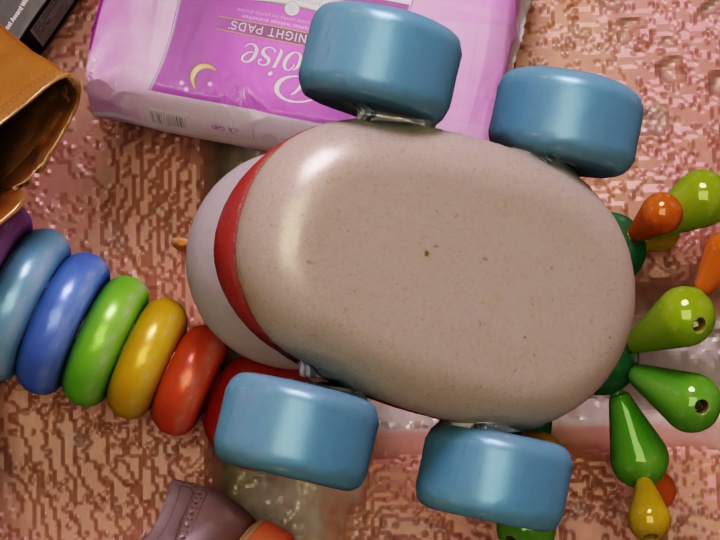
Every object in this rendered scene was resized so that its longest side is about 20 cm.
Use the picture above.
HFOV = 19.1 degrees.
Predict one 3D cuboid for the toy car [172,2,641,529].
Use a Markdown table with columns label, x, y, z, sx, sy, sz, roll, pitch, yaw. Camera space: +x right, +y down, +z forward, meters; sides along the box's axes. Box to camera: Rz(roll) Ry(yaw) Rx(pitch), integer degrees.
| label | x | y | z | sx | sy | sz | roll | pitch | yaw |
| --- | --- | --- | --- | --- | --- | --- | --- | --- | --- |
| toy car | 0.000 | 0.000 | 0.923 | 0.177 | 0.200 | 0.185 | 15 | 84 | -25 |

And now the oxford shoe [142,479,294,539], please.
| label | x | y | z | sx | sy | sz | roll | pitch | yaw |
| --- | --- | --- | --- | --- | --- | --- | --- | --- | --- |
| oxford shoe | -0.112 | 0.179 | 0.946 | 0.072 | 0.071 | 0.200 | 32 | 57 | 11 |

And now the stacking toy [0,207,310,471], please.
| label | x | y | z | sx | sy | sz | roll | pitch | yaw |
| --- | --- | --- | --- | --- | --- | --- | --- | --- | --- |
| stacking toy | -0.113 | 0.035 | 0.982 | 0.200 | 0.085 | 0.085 | 25 | 83 | 2 |

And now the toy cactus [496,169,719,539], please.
| label | x | y | z | sx | sy | sz | roll | pitch | yaw |
| --- | --- | --- | --- | --- | --- | --- | --- | --- | --- |
| toy cactus | 0.095 | 0.029 | 0.977 | 0.165 | 0.102 | 0.200 | 25 | 86 | 25 |

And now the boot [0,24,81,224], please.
| label | x | y | z | sx | sy | sz | roll | pitch | yaw |
| --- | --- | --- | --- | --- | --- | --- | --- | --- | --- |
| boot | -0.226 | -0.038 | 0.934 | 0.144 | 0.071 | 0.201 | 33 | 77 | 34 |

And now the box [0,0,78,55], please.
| label | x | y | z | sx | sy | sz | roll | pitch | yaw |
| --- | --- | --- | --- | --- | --- | --- | --- | --- | --- |
| box | -0.247 | -0.113 | 1.026 | 0.160 | 0.044 | 0.200 | 34 | 85 | 7 |

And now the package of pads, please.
| label | x | y | z | sx | sy | sz | roll | pitch | yaw |
| --- | --- | --- | --- | --- | --- | --- | --- | --- | --- |
| package of pads | -0.020 | -0.112 | 0.999 | 0.200 | 0.076 | 0.121 | 11 | 81 | 4 |
